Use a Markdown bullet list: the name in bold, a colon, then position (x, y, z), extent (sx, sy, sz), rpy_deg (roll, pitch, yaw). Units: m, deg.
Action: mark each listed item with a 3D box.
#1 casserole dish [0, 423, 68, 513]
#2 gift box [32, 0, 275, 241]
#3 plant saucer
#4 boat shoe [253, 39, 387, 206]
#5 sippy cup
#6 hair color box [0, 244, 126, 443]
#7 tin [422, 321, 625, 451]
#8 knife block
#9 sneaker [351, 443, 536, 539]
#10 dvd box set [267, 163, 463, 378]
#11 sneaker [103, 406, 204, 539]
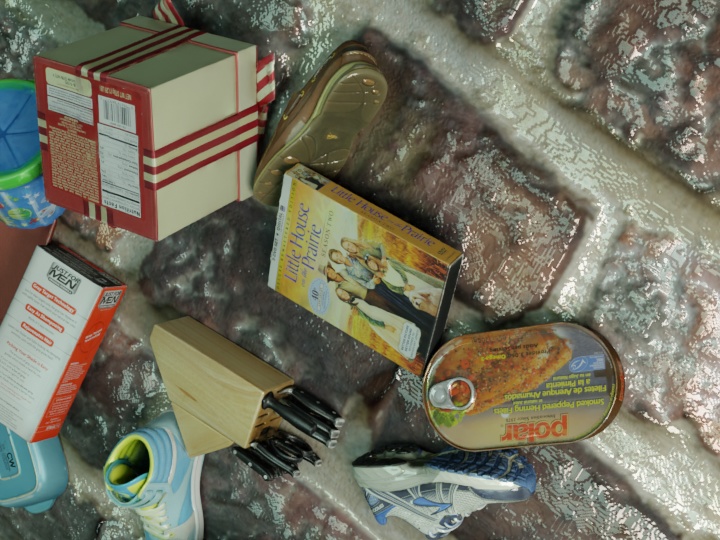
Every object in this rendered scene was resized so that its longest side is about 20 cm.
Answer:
- **casserole dish**: position (-0.423, 0.199, 1.606), extent (0.120, 0.039, 0.202), rpy_deg (-19, 89, 30)
- **gift box**: position (-0.199, -0.161, 1.344), extent (0.183, 0.186, 0.202), rpy_deg (23, 122, 26)
- **plant saucer**: position (-0.450, -0.029, 1.591), extent (0.199, 0.037, 0.201), rpy_deg (33, 111, 22)
- **boat shoe**: position (-0.044, -0.145, 1.339), extent (0.200, 0.072, 0.068), rpy_deg (-50, 40, 33)
- **sippy cup**: position (-0.376, -0.117, 1.465), extent (0.176, 0.131, 0.140), rpy_deg (-22, 59, -9)
- **hair color box**: position (-0.357, 0.082, 1.518), extent (0.101, 0.061, 0.201), rpy_deg (31, 101, 16)
- **tin**: position (0.153, 0.112, 1.264), extent (0.198, 0.042, 0.113), rpy_deg (-9, 77, 29)
- **knife block**: position (-0.115, 0.126, 1.411), extent (0.174, 0.064, 0.202), rpy_deg (-21, 86, 29)
- **sneaker**: position (0.088, 0.219, 1.315), extent (0.199, 0.077, 0.086), rpy_deg (-4, 105, 37)
- **dvd box set**: position (0.000, 0.000, 1.322), extent (0.199, 0.029, 0.147), rpy_deg (30, 131, 22)
- **sneaker**: position (-0.233, 0.256, 1.455), extent (0.079, 0.130, 0.202), rpy_deg (7, 101, 26)
